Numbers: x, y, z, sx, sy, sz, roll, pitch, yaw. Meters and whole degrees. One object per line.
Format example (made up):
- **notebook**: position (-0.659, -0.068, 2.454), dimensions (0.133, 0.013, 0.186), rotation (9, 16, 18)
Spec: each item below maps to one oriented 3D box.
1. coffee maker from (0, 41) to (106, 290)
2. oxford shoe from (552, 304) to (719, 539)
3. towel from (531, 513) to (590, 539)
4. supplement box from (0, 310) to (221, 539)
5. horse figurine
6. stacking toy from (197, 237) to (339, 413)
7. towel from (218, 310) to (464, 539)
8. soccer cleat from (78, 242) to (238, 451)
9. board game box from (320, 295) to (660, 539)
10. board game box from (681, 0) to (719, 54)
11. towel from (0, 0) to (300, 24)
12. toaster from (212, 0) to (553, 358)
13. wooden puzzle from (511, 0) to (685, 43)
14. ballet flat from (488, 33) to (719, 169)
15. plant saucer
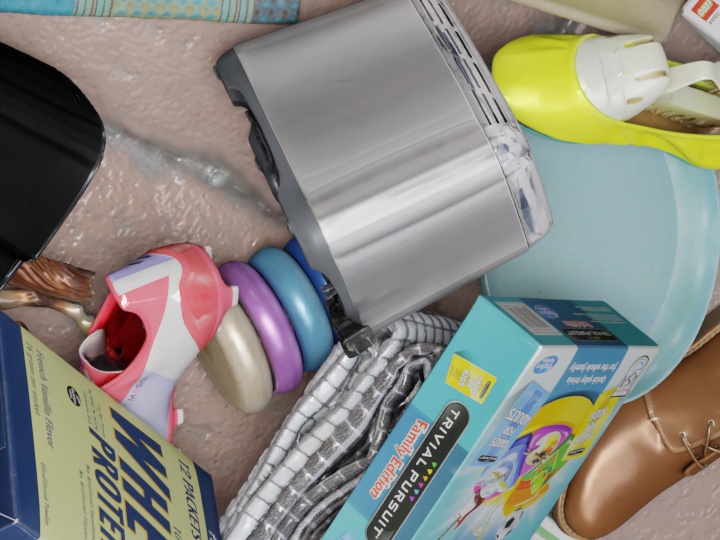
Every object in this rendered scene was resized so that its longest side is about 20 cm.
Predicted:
- **coffee maker**: position (-0.225, -0.091, 1.224), dimensions (0.192, 0.135, 0.200), rotation (-38, 136, 25)
- **oxford shoe**: position (0.199, 0.096, 1.546), dimensions (0.200, 0.071, 0.071), rotation (-46, 124, 3)
- **towel**: position (0.054, 0.228, 1.580), dimensions (0.152, 0.023, 0.200), rotation (34, 98, -33)
- **supplement box**: position (-0.203, 0.158, 1.313), dimensions (0.200, 0.134, 0.200), rotation (-27, 139, 18)
- **horse figurine**: position (-0.227, 0.054, 1.357), dimensions (0.132, 0.050, 0.200), rotation (30, 108, -27)
- **stacking toy**: position (0.000, 0.000, 1.420), dimensions (0.200, 0.085, 0.086), rotation (-28, 122, -16)
- **towel**: position (0.010, 0.120, 1.421), dimensions (0.200, 0.086, 0.166), rotation (-55, 157, 11)
- **soccer cleat**: position (-0.130, 0.063, 1.368), dimensions (0.076, 0.067, 0.200), rotation (-11, 143, -36)
- **board game box**: position (0.061, 0.108, 1.340), dimensions (0.200, 0.047, 0.151), rotation (-58, 154, 16)
- **board game box**: position (0.272, -0.197, 1.418), dimensions (0.200, 0.035, 0.126), rotation (-51, 156, 7)
- **towel**: position (-0.115, -0.200, 1.300), dimensions (0.200, 0.022, 0.147), rotation (0, 114, -24)
- **toaster**: position (0.015, -0.057, 1.316), dimensions (0.129, 0.200, 0.114), rotation (-25, 138, -1)
- **wooden puzzle**: position (0.150, -0.217, 1.319), dimensions (0.185, 0.037, 0.200), rotation (13, 122, -36)
- **ballet flat**: position (0.158, -0.101, 1.397), dimensions (0.200, 0.067, 0.067), rotation (11, 152, -42)
- **plant saucer**: position (0.133, -0.022, 1.444), dimensions (0.200, 0.027, 0.201), rotation (-2, 93, -41)
